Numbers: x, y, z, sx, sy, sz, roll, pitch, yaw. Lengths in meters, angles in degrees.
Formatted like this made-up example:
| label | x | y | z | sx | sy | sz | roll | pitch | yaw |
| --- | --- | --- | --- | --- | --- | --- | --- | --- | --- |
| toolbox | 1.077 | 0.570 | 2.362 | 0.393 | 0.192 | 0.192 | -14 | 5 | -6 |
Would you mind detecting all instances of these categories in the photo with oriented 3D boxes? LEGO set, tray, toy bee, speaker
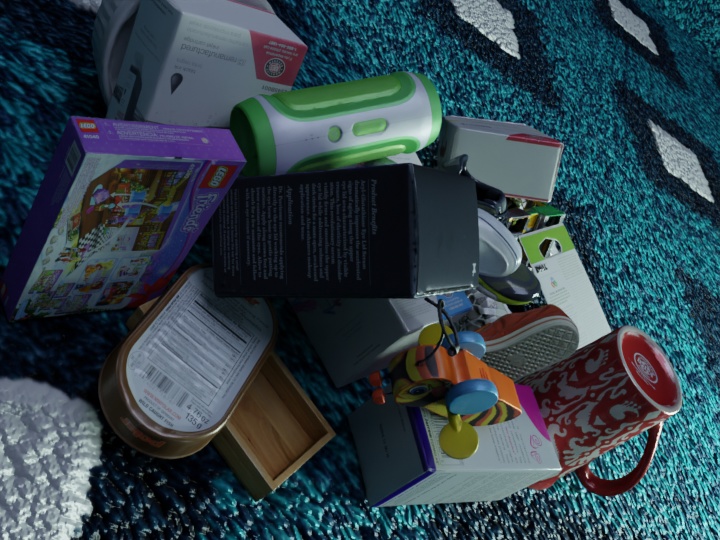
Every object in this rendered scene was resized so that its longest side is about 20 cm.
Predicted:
| label | x | y | z | sx | sy | sz | roll | pitch | yaw |
| --- | --- | --- | --- | --- | --- | --- | --- | --- | --- |
| LEGO set | 0.195 | -0.052 | 1.114 | 0.153 | 0.117 | 0.200 | 31 | 27 | 27 |
| tray | -0.119 | 0.103 | 0.715 | 0.200 | 0.037 | 0.099 | 52 | 39 | 5 |
| toy bee | 0.067 | 0.095 | 0.704 | 0.200 | 0.108 | 0.131 | 57 | 22 | -29 |
| speaker | -0.022 | -0.142 | 0.747 | 0.199 | 0.089 | 0.089 | -16 | 68 | -25 |

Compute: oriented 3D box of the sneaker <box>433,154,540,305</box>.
| label | x | y | z | sx | sy | sz | roll | pitch | yaw |
| --- | --- | --- | --- | --- | --- | --- | --- | --- | --- |
| sneaker | 0.141 | -0.044 | 0.863 | 0.200 | 0.081 | 0.074 | 46 | 40 | -10 |

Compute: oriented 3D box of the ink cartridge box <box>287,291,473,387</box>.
| label | x | y | z | sx | sy | sz | roll | pitch | yaw |
| --- | --- | --- | --- | --- | --- | --- | --- | --- | --- |
| ink cartridge box | 0.000 | 0.000 | 0.841 | 0.128 | 0.125 | 0.201 | -13 | 67 | -49 |

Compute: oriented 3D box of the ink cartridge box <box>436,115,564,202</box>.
| label | x | y | z | sx | sy | sz | roll | pitch | yaw |
| --- | --- | --- | --- | --- | --- | --- | --- | --- | --- |
| ink cartridge box | 0.190 | -0.164 | 1.090 | 0.144 | 0.084 | 0.200 | 7 | 17 | -1 |

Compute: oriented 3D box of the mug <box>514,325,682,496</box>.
| label | x | y | z | sx | sy | sz | roll | pitch | yaw |
| --- | --- | --- | --- | --- | --- | --- | --- | --- | --- |
| mug | 0.277 | 0.167 | 0.906 | 0.177 | 0.200 | 0.134 | 27 | 43 | -24 |

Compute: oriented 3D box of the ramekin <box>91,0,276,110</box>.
| label | x | y | z | sx | sy | sz | roll | pitch | yaw |
| --- | --- | --- | --- | --- | --- | --- | --- | --- | --- |
| ramekin | -0.187 | -0.231 | 0.806 | 0.201 | 0.203 | 0.094 | 3 | 35 | -42 |

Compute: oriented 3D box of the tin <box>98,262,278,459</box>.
| label | x | y | z | sx | sy | sz | roll | pitch | yaw |
| --- | --- | --- | --- | --- | --- | --- | --- | --- | --- |
| tin | -0.141 | 0.071 | 0.664 | 0.112 | 0.042 | 0.200 | 44 | 38 | -13 |

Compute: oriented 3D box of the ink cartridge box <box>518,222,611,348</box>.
| label | x | y | z | sx | sy | sz | roll | pitch | yaw |
| --- | --- | --- | --- | --- | --- | --- | --- | --- | --- |
| ink cartridge box | 0.264 | 0.047 | 1.061 | 0.147 | 0.076 | 0.201 | -15 | 82 | -49 |

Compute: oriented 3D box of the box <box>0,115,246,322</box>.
| label | x | y | z | sx | sy | sz | roll | pitch | yaw |
| --- | --- | --- | --- | --- | --- | --- | --- | --- | --- |
| box | -0.198 | -0.036 | 0.623 | 0.136 | 0.200 | 0.039 | -5 | 55 | -46 |

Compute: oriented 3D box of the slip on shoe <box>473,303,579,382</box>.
| label | x | y | z | sx | sy | sz | roll | pitch | yaw |
| --- | --- | --- | --- | --- | --- | --- | --- | --- | --- |
| slip on shoe | 0.147 | 0.093 | 0.866 | 0.074 | 0.199 | 0.061 | 61 | 16 | -24 |

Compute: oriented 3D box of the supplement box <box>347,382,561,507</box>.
| label | x | y | z | sx | sy | sz | roll | pitch | yaw |
| --- | --- | --- | --- | --- | --- | --- | --- | --- | --- |
| supplement box | 0.100 | 0.181 | 0.805 | 0.199 | 0.103 | 0.102 | 10 | 51 | -36 |

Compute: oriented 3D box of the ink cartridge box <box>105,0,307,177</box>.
| label | x | y | z | sx | sy | sz | roll | pitch | yaw |
| --- | --- | --- | --- | --- | --- | --- | --- | --- | --- |
| ink cartridge box | -0.161 | -0.161 | 0.752 | 0.145 | 0.201 | 0.085 | 1 | 38 | -42 |

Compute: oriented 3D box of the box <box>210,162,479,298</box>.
| label | x | y | z | sx | sy | sz | roll | pitch | yaw |
| --- | --- | --- | --- | --- | --- | --- | --- | --- | --- |
| box | -0.011 | -0.030 | 0.677 | 0.148 | 0.199 | 0.105 | -3 | 91 | -63 |

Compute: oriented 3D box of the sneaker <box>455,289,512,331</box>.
| label | x | y | z | sx | sy | sz | roll | pitch | yaw |
| --- | --- | --- | --- | --- | --- | --- | --- | --- | --- |
| sneaker | 0.148 | 0.053 | 0.970 | 0.200 | 0.075 | 0.082 | 47 | 29 | -4 |

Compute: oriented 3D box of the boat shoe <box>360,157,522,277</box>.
| label | x | y | z | sx | sy | sz | roll | pitch | yaw |
| --- | --- | --- | --- | --- | --- | --- | --- | --- | --- |
| boat shoe | 0.076 | -0.039 | 0.797 | 0.199 | 0.074 | 0.067 | 28 | 43 | -5 |

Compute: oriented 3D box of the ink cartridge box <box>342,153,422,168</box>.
| label | x | y | z | sx | sy | sz | roll | pitch | yaw |
| --- | --- | --- | --- | --- | --- | --- | --- | --- | --- |
| ink cartridge box | 0.030 | -0.083 | 0.945 | 0.067 | 0.116 | 0.201 | -5 | 63 | -46 |
